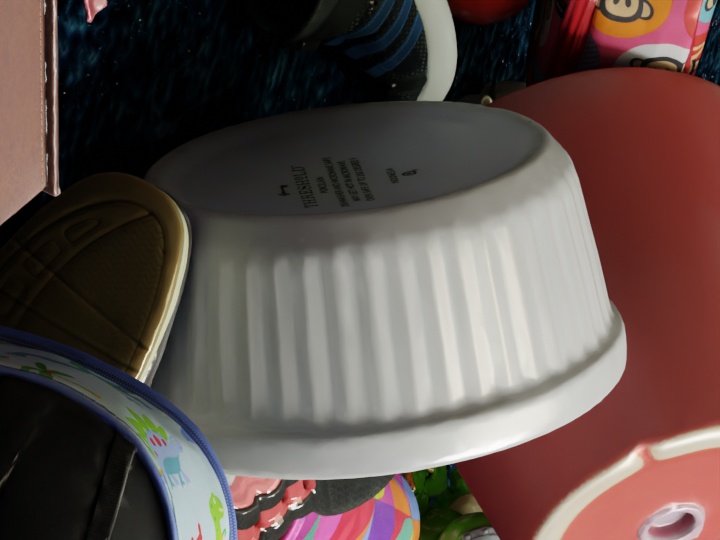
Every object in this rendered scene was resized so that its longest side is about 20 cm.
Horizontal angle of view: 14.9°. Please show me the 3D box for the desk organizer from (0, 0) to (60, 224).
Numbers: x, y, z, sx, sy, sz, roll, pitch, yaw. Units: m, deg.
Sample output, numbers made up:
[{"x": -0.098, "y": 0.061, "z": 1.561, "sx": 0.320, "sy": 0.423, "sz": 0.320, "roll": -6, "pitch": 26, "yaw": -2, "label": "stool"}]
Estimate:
[{"x": -0.136, "y": -0.092, "z": 0.780, "sx": 0.077, "sy": 0.071, "sz": 0.201, "roll": -44, "pitch": 151, "yaw": -40, "label": "desk organizer"}]

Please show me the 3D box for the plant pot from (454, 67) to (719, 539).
[{"x": 0.113, "y": 0.041, "z": 1.209, "sx": 0.199, "sy": 0.178, "sz": 0.201, "roll": -12, "pitch": 144, "yaw": -9, "label": "plant pot"}]

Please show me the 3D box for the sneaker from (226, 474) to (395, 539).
[{"x": -0.052, "y": 0.068, "z": 1.128, "sx": 0.200, "sy": 0.087, "sz": 0.074, "roll": -35, "pitch": 146, "yaw": -29, "label": "sneaker"}]

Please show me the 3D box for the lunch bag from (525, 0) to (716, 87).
[{"x": 0.130, "y": -0.158, "z": 1.282, "sx": 0.177, "sy": 0.081, "sz": 0.201, "roll": 101, "pitch": 1, "yaw": -59, "label": "lunch bag"}]

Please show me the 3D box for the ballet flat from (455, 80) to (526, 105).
[{"x": 0.067, "y": -0.057, "z": 1.358, "sx": 0.200, "sy": 0.066, "sz": 0.068, "roll": -27, "pitch": 117, "yaw": -57, "label": "ballet flat"}]

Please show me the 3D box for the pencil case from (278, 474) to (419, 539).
[{"x": -0.032, "y": 0.111, "z": 1.264, "sx": 0.089, "sy": 0.088, "sz": 0.200, "roll": -63, "pitch": 158, "yaw": -5, "label": "pencil case"}]

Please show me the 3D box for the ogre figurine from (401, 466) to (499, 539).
[{"x": 0.051, "y": 0.143, "z": 1.398, "sx": 0.119, "sy": 0.199, "sz": 0.099, "roll": 0, "pitch": 103, "yaw": -48, "label": "ogre figurine"}]

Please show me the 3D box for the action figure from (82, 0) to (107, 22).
[{"x": -0.062, "y": -0.176, "z": 0.880, "sx": 0.133, "sy": 0.149, "sz": 0.201, "roll": 24, "pitch": 110, "yaw": -31, "label": "action figure"}]

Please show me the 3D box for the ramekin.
[{"x": 0.000, "y": 0.000, "z": 1.060, "sx": 0.202, "sy": 0.201, "sz": 0.095, "roll": -34, "pitch": 123, "yaw": -56, "label": "ramekin"}]

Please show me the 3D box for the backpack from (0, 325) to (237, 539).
[{"x": -0.130, "y": 0.119, "z": 0.886, "sx": 0.147, "sy": 0.182, "sz": 0.201, "roll": -11, "pitch": 116, "yaw": -76, "label": "backpack"}]

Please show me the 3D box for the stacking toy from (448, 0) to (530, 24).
[{"x": 0.062, "y": -0.185, "z": 1.179, "sx": 0.085, "sy": 0.085, "sz": 0.201, "roll": -48, "pitch": 160, "yaw": -39, "label": "stacking toy"}]

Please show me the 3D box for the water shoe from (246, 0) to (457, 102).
[{"x": -0.012, "y": -0.118, "z": 1.101, "sx": 0.079, "sy": 0.072, "sz": 0.200, "roll": -30, "pitch": 152, "yaw": -12, "label": "water shoe"}]

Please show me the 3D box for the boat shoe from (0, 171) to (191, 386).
[{"x": -0.118, "y": 0.053, "z": 1.008, "sx": 0.201, "sy": 0.073, "sz": 0.065, "roll": -59, "pitch": 167, "yaw": 11, "label": "boat shoe"}]
